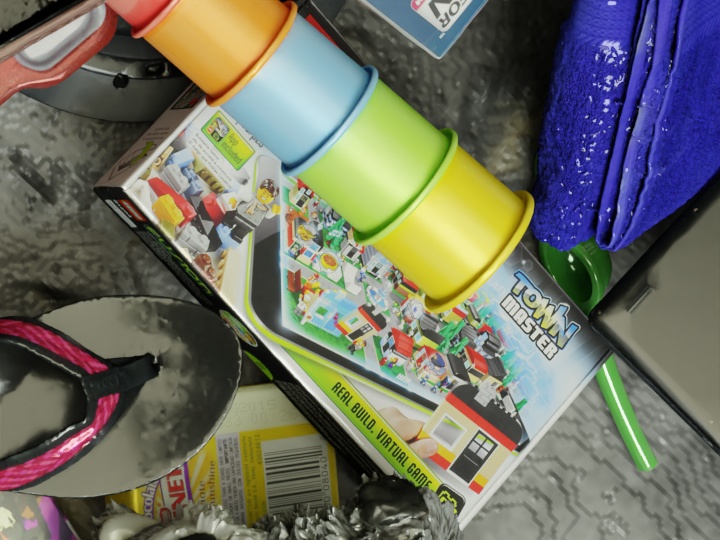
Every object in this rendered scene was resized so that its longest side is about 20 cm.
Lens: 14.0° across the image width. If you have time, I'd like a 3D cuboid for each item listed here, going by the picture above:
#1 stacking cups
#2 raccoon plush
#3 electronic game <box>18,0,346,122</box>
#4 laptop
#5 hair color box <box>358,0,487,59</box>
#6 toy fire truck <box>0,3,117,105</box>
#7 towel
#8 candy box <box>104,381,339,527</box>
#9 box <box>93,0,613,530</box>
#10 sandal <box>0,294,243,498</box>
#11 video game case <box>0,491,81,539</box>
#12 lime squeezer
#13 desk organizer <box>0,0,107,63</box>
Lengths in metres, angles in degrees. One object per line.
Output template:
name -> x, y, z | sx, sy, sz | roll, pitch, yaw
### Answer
stacking cups -> -0.026, -0.069, 1.106 | 0.200, 0.060, 0.061 | 41, 78, -13
raccoon plush -> -0.024, 0.147, 1.141 | 0.134, 0.200, 0.097 | -3, 62, 17
electronic game -> -0.088, -0.159, 1.164 | 0.199, 0.042, 0.201 | -2, 98, -15
laptop -> 0.214, 0.031, 1.237 | 0.200, 0.116, 0.187 | 44, 77, -1
hair color box -> -0.037, -0.164, 1.065 | 0.200, 0.100, 0.061 | 34, 97, -40
toy fire truck -> -0.209, -0.120, 1.089 | 0.168, 0.112, 0.200 | -40, 100, -14
towel -> 0.137, -0.106, 1.137 | 0.148, 0.050, 0.200 | -28, 143, -37
candy box -> -0.050, 0.146, 1.166 | 0.102, 0.026, 0.201 | -4, 91, -36
box -> 0.000, 0.000, 1.165 | 0.110, 0.035, 0.200 | -48, 109, -16
sandal -> -0.140, 0.051, 1.095 | 0.199, 0.045, 0.075 | -6, 86, -11
video game case -> -0.221, 0.110, 1.123 | 0.200, 0.036, 0.182 | -34, 101, -15
lime squeezer -> 0.100, -0.018, 1.231 | 0.071, 0.038, 0.201 | 8, 86, -48
desk organizer -> -0.180, -0.077, 0.998 | 0.200, 0.077, 0.072 | -32, 99, -15
